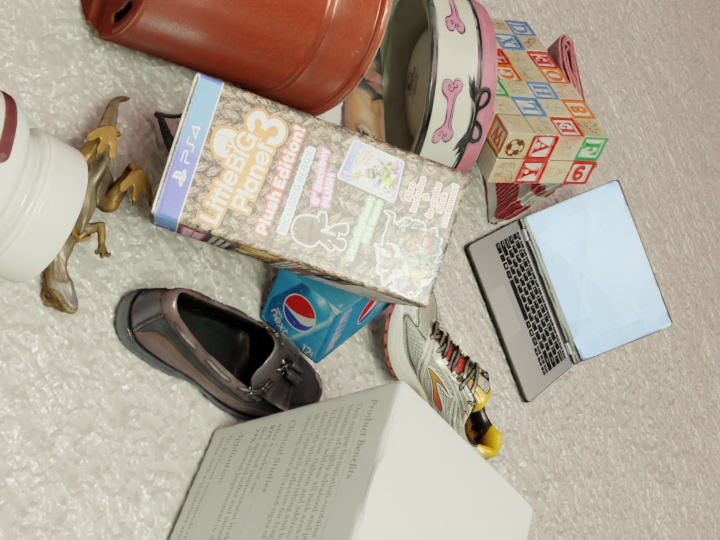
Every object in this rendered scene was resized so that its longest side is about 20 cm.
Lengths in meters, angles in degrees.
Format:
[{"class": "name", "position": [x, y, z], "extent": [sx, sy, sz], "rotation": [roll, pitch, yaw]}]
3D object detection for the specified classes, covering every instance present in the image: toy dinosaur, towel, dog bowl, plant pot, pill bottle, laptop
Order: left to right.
[{"class": "pill bottle", "position": [-0.271, -0.075, 0.608], "extent": [0.199, 0.113, 0.115], "rotation": [31, 53, -39]}, {"class": "toy dinosaur", "position": [-0.191, -0.072, 0.729], "extent": [0.060, 0.106, 0.202], "rotation": [31, 60, -33]}, {"class": "plant pot", "position": [-0.107, -0.241, 0.824], "extent": [0.194, 0.200, 0.203], "rotation": [6, 70, -40]}, {"class": "dog bowl", "position": [0.065, -0.174, 0.974], "extent": [0.073, 0.200, 0.203], "rotation": [3, 70, -16]}, {"class": "towel", "position": [0.182, -0.147, 1.121], "extent": [0.022, 0.200, 0.146], "rotation": [-2, 75, -24]}, {"class": "laptop", "position": [0.243, 0.020, 1.177], "extent": [0.199, 0.115, 0.189], "rotation": [-25, 93, -51]}]

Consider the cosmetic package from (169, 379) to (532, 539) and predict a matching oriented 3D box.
[{"class": "cosmetic package", "position": [-0.015, 0.208, 0.727], "extent": [0.166, 0.199, 0.168], "rotation": [46, 46, -27]}]

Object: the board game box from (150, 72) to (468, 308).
[{"class": "board game box", "position": [-0.044, -0.051, 0.753], "extent": [0.198, 0.159, 0.098], "rotation": [19, 86, -11]}]

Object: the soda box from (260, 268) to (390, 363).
[{"class": "soda box", "position": [0.000, 0.000, 0.920], "extent": [0.068, 0.065, 0.200], "rotation": [37, 37, 14]}]

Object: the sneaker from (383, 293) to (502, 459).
[{"class": "sneaker", "position": [0.082, 0.092, 0.955], "extent": [0.078, 0.081, 0.202], "rotation": [-49, 126, -48]}]

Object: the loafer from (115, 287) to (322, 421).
[{"class": "loafer", "position": [-0.095, 0.067, 0.798], "extent": [0.199, 0.063, 0.073], "rotation": [31, 53, -39]}]

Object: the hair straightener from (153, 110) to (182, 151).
[{"class": "hair straightener", "position": [-0.085, -0.103, 0.879], "extent": [0.199, 0.077, 0.041], "rotation": [23, 21, -35]}]

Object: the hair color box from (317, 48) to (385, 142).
[{"class": "hair color box", "position": [-0.035, -0.192, 0.978], "extent": [0.110, 0.063, 0.203], "rotation": [18, 63, -46]}]

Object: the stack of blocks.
[{"class": "stack of blocks", "position": [0.148, -0.174, 1.027], "extent": [0.114, 0.059, 0.201], "rotation": [-1, 45, -23]}]
